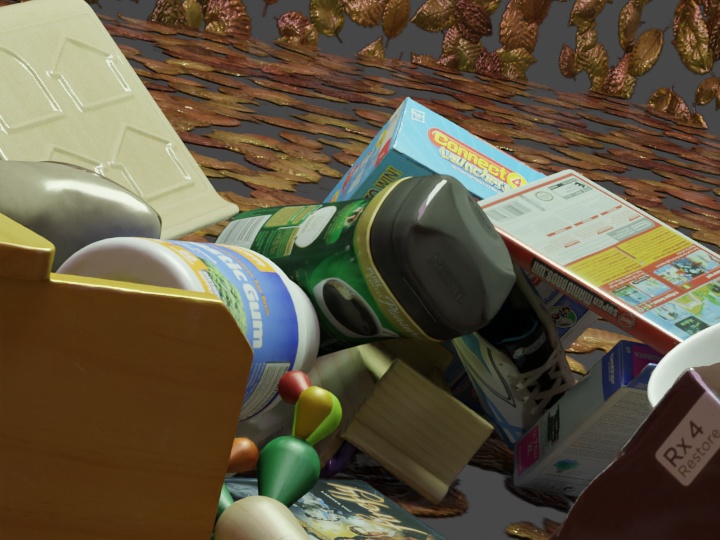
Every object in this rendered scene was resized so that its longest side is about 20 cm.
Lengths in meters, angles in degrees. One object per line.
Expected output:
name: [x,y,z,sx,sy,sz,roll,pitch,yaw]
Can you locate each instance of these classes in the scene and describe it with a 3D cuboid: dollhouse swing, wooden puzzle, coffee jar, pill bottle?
dollhouse swing: [-0.183,0.066,1.167,0.176,0.200,0.182,3,16,-40]
wooden puzzle: [-0.192,-0.087,1.543,0.200,0.046,0.185,51,29,8]
coffee jar: [0.000,0.000,1.534,0.200,0.104,0.085,-9,37,45]
pill bottle: [-0.099,0.038,1.422,0.112,0.112,0.200,18,6,21]

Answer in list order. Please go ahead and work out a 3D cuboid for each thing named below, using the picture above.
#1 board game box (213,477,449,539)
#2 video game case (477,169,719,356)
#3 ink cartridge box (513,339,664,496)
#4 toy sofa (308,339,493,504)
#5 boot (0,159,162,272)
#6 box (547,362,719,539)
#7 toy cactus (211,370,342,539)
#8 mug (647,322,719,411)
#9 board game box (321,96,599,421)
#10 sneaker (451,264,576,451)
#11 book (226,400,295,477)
board game box: [-0.002,0.166,1.317,0.135,0.035,0.200,5,15,-37]
video game case: [0.178,-0.001,1.550,0.200,0.017,0.143,32,29,25]
ink cartridge box: [0.194,0.098,1.564,0.119,0.042,0.200,10,-29,-18]
toy sofa: [0.017,0.094,1.615,0.083,0.098,0.200,37,7,-13]
boot: [-0.219,-0.035,1.371,0.200,0.070,0.146,5,-1,0]
box: [0.211,0.153,1.197,0.164,0.166,0.200,45,24,20]
toy cactus: [-0.073,0.115,1.256,0.200,0.102,0.165,-15,35,-36]
mug: [0.236,0.141,1.392,0.200,0.176,0.148,-24,23,-14]
board game box: [0.065,-0.002,1.698,0.196,0.200,0.056,29,46,-12]
sneaker: [0.112,0.066,1.632,0.072,0.200,0.072,-36,22,-11]
book: [-0.127,0.091,1.522,0.133,0.048,0.200,22,12,11]
